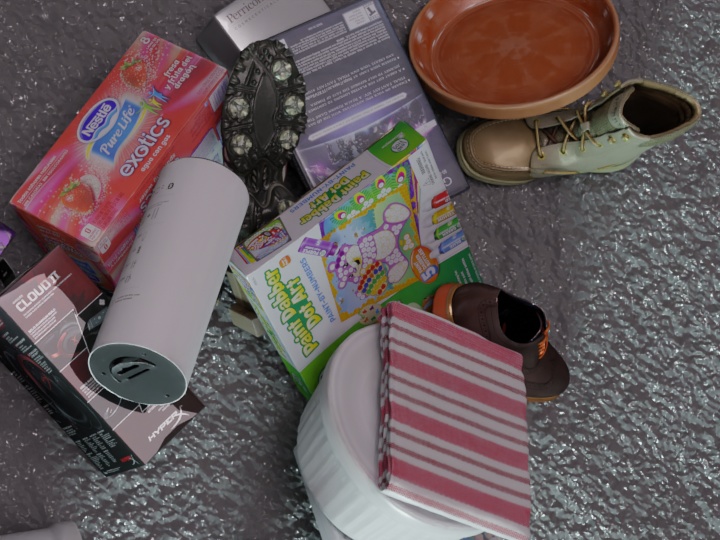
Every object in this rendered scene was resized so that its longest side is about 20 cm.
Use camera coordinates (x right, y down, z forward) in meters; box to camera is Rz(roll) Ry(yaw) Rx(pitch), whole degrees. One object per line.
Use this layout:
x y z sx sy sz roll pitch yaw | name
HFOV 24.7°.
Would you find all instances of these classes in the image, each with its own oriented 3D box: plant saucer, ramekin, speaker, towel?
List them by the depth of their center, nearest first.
-0.151 0.007 1.313 0.081 0.081 0.200 26 50 -14 | speaker
0.077 0.127 1.386 0.146 0.030 0.200 23 45 -23 | towel
0.037 0.154 1.422 0.202 0.094 0.203 20 45 -22 | ramekin
0.146 -0.215 1.568 0.200 0.032 0.201 -6 49 6 | plant saucer

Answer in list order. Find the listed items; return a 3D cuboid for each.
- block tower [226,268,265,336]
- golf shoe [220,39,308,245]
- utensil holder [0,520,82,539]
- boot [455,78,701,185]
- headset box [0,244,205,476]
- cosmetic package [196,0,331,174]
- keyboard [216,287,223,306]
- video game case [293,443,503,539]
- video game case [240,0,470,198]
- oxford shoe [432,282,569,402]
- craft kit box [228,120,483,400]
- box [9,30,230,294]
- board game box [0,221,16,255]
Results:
-0.027 -0.009 1.506 0.200 0.054 0.058 -26 111 -21 | block tower
-0.095 -0.103 1.435 0.077 0.088 0.200 -4 105 -24 | golf shoe
-0.315 0.297 1.298 0.200 0.170 0.170 -7 83 -19 | utensil holder
0.205 -0.133 1.563 0.200 0.155 0.072 -4 82 -20 | boot
-0.238 0.072 1.374 0.075 0.149 0.200 -44 96 -22 | headset box
-0.048 -0.172 1.525 0.101 0.071 0.200 -39 94 -21 | cosmetic package
-0.150 -0.050 1.495 0.127 0.021 0.200 36 72 -10 | keyboard
0.048 0.235 1.449 0.182 0.024 0.200 1 55 -35 | video game case
-0.003 -0.135 1.486 0.143 0.019 0.200 -26 92 -22 | video game case
0.148 0.070 1.516 0.200 0.072 0.071 34 57 -45 | oxford shoe
0.000 0.000 1.449 0.197 0.049 0.200 -36 136 -10 | craft kit box
-0.196 -0.092 1.428 0.095 0.103 0.200 27 70 21 | box
-0.358 0.051 1.350 0.032 0.120 0.200 35 71 -8 | board game box
